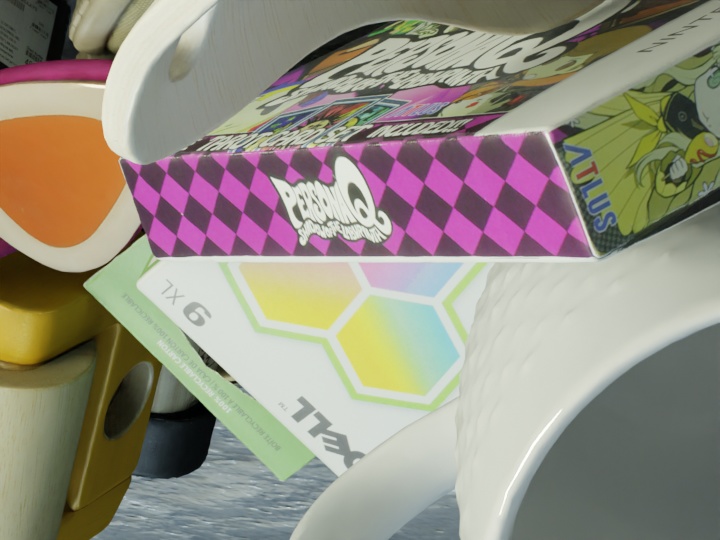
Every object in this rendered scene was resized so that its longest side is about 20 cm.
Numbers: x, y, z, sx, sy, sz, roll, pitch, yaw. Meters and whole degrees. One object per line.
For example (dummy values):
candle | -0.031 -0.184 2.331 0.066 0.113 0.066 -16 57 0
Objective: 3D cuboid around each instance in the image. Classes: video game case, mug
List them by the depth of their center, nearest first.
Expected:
mug | 0.072 0.047 0.674 0.199 0.176 0.148 -24 112 8
video game case | 0.060 -0.052 0.680 0.181 0.036 0.200 -28 -166 -28

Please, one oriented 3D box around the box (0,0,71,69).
box | -0.217 -0.104 0.892 0.159 0.044 0.200 -1 159 32

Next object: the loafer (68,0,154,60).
loafer | -0.048 -0.087 0.812 0.068 0.076 0.200 10 172 -4

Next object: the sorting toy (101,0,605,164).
sorting toy | 0.028 -0.092 0.532 0.107 0.180 0.200 49 153 -6

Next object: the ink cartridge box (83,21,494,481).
ink cartridge box | 0.000 0.000 0.868 0.104 0.059 0.200 44 121 -14

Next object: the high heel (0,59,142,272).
high heel | -0.093 -0.044 0.838 0.200 0.096 0.068 -17 113 52

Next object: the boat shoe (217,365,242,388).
boat shoe | -0.037 0.027 1.169 0.199 0.062 0.075 -2 157 33

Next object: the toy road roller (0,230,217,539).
toy road roller | -0.138 0.019 1.023 0.145 0.124 0.200 25 -152 18
